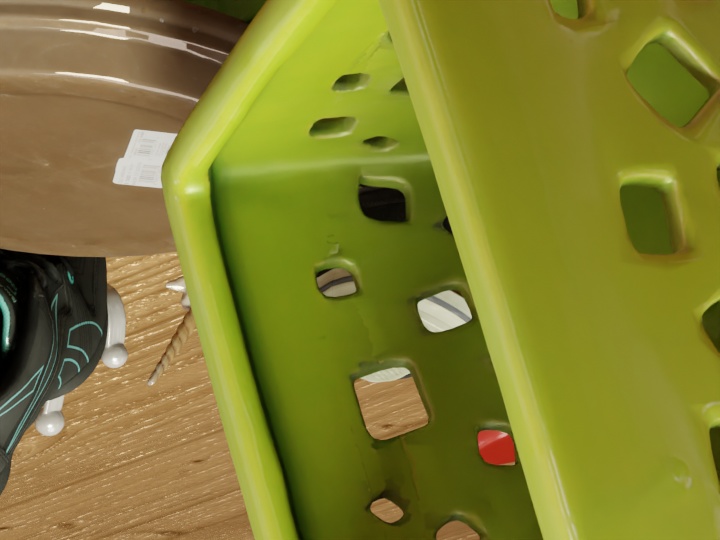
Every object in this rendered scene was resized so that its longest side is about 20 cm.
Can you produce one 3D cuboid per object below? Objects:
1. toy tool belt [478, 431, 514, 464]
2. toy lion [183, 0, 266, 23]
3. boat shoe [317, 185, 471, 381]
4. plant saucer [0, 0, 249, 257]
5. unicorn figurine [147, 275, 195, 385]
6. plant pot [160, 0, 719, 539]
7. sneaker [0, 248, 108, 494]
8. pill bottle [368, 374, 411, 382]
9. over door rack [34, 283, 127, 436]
[{"bbox_3d":[0.107,0.002,1.004,0.199,0.124,0.125,-6,158,-29],"label":"toy tool belt"},{"bbox_3d":[-0.027,-0.075,0.958,0.191,0.069,0.200,3,160,-23],"label":"toy lion"},{"bbox_3d":[0.000,0.000,0.992,0.074,0.063,0.200,27,166,-17],"label":"boat shoe"},{"bbox_3d":[-0.105,-0.047,0.924,0.199,0.030,0.200,2,159,1],"label":"plant saucer"},{"bbox_3d":[-0.001,-0.004,1.225,0.199,0.074,0.137,-29,153,5],"label":"unicorn figurine"},{"bbox_3d":[0.072,0.010,0.757,0.181,0.200,0.200,-10,165,-25],"label":"plant pot"},{"bbox_3d":[-0.136,0.019,1.026,0.075,0.200,0.080,21,127,-3],"label":"sneaker"},{"bbox_3d":[0.085,-0.025,1.113,0.199,0.112,0.111,-12,165,-3],"label":"pill bottle"},{"bbox_3d":[-0.210,0.051,1.159,0.147,0.067,0.200,-5,174,-38],"label":"over door rack"}]
